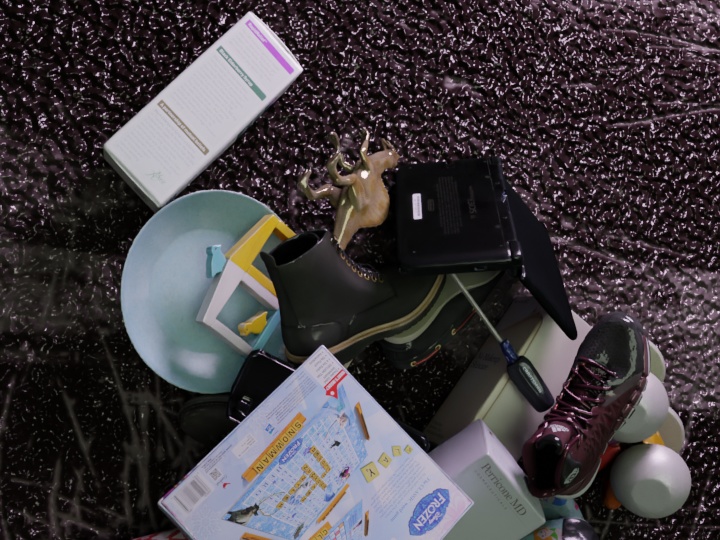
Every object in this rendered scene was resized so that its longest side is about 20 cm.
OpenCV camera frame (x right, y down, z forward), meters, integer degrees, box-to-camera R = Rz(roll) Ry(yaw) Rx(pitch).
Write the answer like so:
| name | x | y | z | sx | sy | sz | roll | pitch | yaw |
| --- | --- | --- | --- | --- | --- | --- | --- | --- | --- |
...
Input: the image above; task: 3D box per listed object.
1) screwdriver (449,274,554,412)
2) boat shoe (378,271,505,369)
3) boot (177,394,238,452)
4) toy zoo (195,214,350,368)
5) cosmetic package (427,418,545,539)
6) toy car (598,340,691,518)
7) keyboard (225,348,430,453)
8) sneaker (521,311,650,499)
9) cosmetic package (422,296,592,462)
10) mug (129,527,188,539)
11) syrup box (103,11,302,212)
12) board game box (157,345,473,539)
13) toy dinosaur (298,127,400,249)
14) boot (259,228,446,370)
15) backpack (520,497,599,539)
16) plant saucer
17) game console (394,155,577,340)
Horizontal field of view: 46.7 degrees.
| name | x | y | z | sx | sy | sz | roll | pitch | yaw |
| --- | --- | --- | --- | --- | --- | --- | --- | --- | --- |
| screwdriver | 0.138 | 0.058 | 0.854 | 0.029 | 0.028 | 0.201 | -30 | 92 | 16 |
| boat shoe | 0.097 | 0.028 | 0.924 | 0.201 | 0.073 | 0.063 | -40 | 139 | -24 |
| boot | -0.114 | 0.219 | 0.786 | 0.199 | 0.070 | 0.175 | 22 | 42 | 6 |
| toy zoo | -0.079 | 0.037 | 0.851 | 0.200 | 0.020 | 0.132 | 43 | 68 | -28 |
| cosmetic package | 0.072 | 0.251 | 0.832 | 0.200 | 0.074 | 0.102 | -38 | 104 | 12 |
| toy car | 0.281 | 0.176 | 0.946 | 0.149 | 0.175 | 0.202 | -16 | 99 | 22 |
| keyboard | -0.039 | 0.164 | 0.795 | 0.199 | 0.040 | 0.105 | 28 | 61 | -4 |
| sneaker | 0.215 | 0.136 | 0.806 | 0.115 | 0.075 | 0.202 | 7 | 103 | -58 |
| cosmetic package | 0.164 | 0.129 | 0.921 | 0.073 | 0.103 | 0.201 | 38 | 78 | -11 |
| mug | -0.193 | 0.331 | 0.784 | 0.198 | 0.178 | 0.134 | -13 | 136 | -21 |
| syrup box | -0.157 | -0.156 | 0.832 | 0.200 | 0.079 | 0.082 | -45 | 102 | -12 |
| board game box | -0.037 | 0.206 | 0.732 | 0.200 | 0.041 | 0.200 | 46 | 67 | 5 |
| toy dinosaur | -0.011 | -0.076 | 0.859 | 0.101 | 0.058 | 0.201 | 41 | 62 | -30 |
| boot | 0.000 | 0.000 | 0.826 | 0.200 | 0.077 | 0.139 | -35 | 127 | -30 |
| backpack | 0.170 | 0.338 | 0.884 | 0.199 | 0.151 | 0.178 | -21 | 120 | 20 |
| plant saucer | -0.149 | 0.021 | 0.841 | 0.200 | 0.039 | 0.203 | -1 | 91 | -33 |
| game console | 0.127 | -0.023 | 0.875 | 0.174 | 0.201 | 0.117 | -5 | 125 | 5 |
